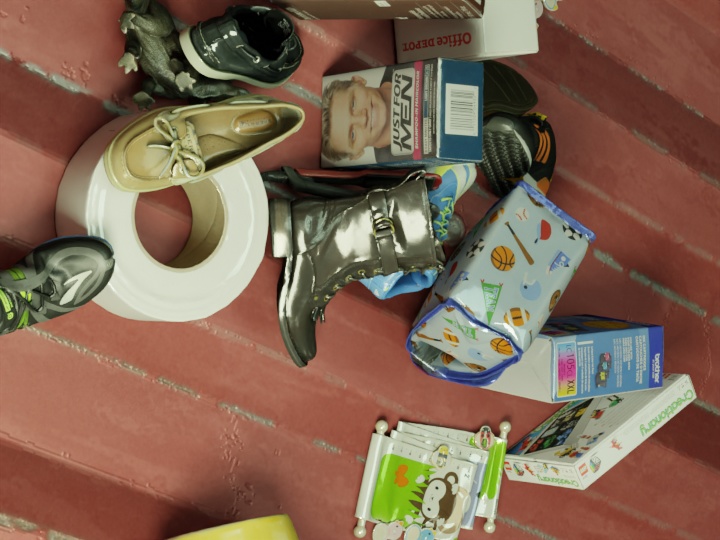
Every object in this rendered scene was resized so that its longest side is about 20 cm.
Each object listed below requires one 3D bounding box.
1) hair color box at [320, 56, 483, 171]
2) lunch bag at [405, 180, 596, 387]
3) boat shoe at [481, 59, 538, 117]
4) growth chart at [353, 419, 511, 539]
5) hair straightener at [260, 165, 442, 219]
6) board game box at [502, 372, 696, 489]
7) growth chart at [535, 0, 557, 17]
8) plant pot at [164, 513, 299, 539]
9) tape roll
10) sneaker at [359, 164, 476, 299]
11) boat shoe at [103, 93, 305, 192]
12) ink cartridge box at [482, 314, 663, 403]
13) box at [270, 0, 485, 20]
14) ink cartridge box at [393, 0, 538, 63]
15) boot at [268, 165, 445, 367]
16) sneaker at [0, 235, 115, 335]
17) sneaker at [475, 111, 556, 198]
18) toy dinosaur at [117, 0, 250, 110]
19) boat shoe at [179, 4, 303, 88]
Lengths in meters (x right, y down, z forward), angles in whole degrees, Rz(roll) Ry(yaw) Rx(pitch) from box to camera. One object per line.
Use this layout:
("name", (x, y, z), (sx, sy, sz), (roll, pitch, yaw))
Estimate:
("hair color box", (0.039, -0.154, 1.717), (0.060, 0.200, 0.100), (2, 88, -35))
("lunch bag", (0.138, 0.025, 1.790), (0.124, 0.200, 0.170), (38, 67, -5))
("boat shoe", (0.118, -0.181, 1.858), (0.200, 0.068, 0.072), (-12, 62, -52))
("growth chart", (0.079, 0.232, 1.856), (0.199, 0.018, 0.145), (6, 87, -34))
("hair straightener", (-0.015, -0.069, 1.732), (0.199, 0.041, 0.077), (6, 67, -10))
("board game box", (0.269, 0.177, 1.923), (0.200, 0.126, 0.035), (-33, 108, -30))
("growth chart", (0.200, -0.368, 1.935), (0.200, 0.018, 0.145), (-47, 115, -25))
("plant pot", (-0.112, 0.338, 1.624), (0.200, 0.201, 0.190), (-6, 78, -35))
("tape roll", (-0.189, -0.052, 1.635), (0.202, 0.071, 0.203), (0, 90, -35))
("sneaker", (0.066, -0.036, 1.792), (0.200, 0.076, 0.105), (-36, 70, -20))
("boat shoe", (-0.145, -0.125, 1.585), (0.200, 0.063, 0.074), (-25, 105, -32))
("ink cartridge box", (0.245, 0.095, 1.900), (0.199, 0.136, 0.077), (-2, 96, -35))
("box", (0.019, -0.293, 1.696), (0.100, 0.199, 0.075), (8, 85, -73))
("ink cartridge box", (0.105, -0.320, 1.799), (0.084, 0.146, 0.201), (-8, 95, -37))
("boot", (0.000, 0.000, 1.703), (0.173, 0.069, 0.201), (-6, 114, -3))
("sneaker", (-0.309, 0.028, 1.516), (0.199, 0.083, 0.071), (-21, 108, -15))
("sneaker", (0.172, -0.143, 1.851), (0.200, 0.070, 0.090), (55, 53, -64))
("toy dinosaur", (-0.196, -0.215, 1.635), (0.077, 0.102, 0.200), (-38, 103, 18))
("boat shoe", (-0.097, -0.227, 1.658), (0.199, 0.066, 0.075), (-2, 64, -61))
